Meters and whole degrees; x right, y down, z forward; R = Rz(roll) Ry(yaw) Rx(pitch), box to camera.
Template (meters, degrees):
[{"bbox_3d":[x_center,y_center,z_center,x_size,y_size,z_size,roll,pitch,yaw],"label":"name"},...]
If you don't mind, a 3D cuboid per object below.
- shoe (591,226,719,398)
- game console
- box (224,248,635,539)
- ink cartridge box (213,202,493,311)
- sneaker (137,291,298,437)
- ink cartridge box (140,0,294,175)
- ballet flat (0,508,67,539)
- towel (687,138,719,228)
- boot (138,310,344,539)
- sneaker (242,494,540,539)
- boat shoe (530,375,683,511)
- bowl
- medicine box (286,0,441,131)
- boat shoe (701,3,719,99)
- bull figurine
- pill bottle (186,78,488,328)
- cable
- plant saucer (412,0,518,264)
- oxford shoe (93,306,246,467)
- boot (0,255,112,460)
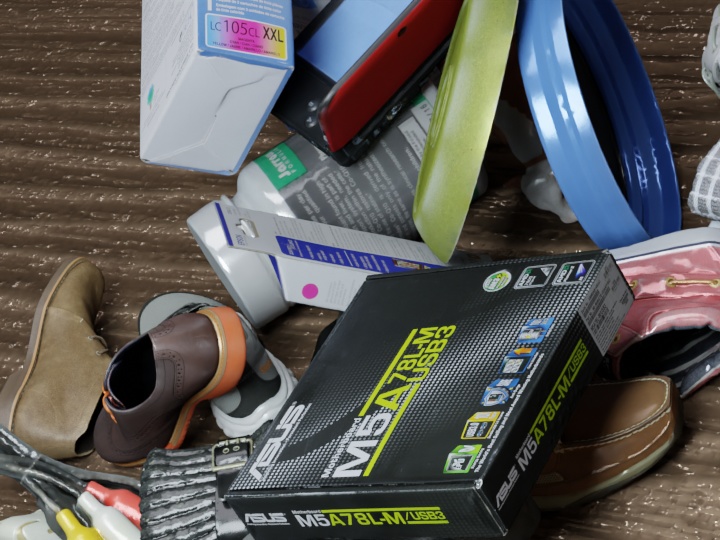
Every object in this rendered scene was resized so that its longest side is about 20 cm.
[{"bbox_3d":[0.148,0.040,1.538,0.199,0.072,0.091,-17,34,21],"label":"shoe"},{"bbox_3d":[0.015,-0.185,1.694,0.200,0.119,0.172,-47,48,-6],"label":"game console"},{"bbox_3d":[0.042,0.074,1.459,0.192,0.048,0.200,-4,40,39],"label":"box"},{"bbox_3d":[0.000,0.000,1.629,0.199,0.037,0.095,13,16,-14],"label":"ink cartridge box"},{"bbox_3d":[-0.109,0.049,1.741,0.074,0.079,0.200,-39,30,-11],"label":"sneaker"},{"bbox_3d":[-0.104,-0.190,1.756,0.137,0.076,0.201,125,148,-50],"label":"ink cartridge box"},{"bbox_3d":[-0.230,0.205,1.627,0.074,0.074,0.200,-1,41,40],"label":"ballet flat"},{"bbox_3d":[0.324,-0.078,1.545,0.200,0.086,0.165,-45,34,-23],"label":"towel"},{"bbox_3d":[-0.059,0.113,1.601,0.157,0.080,0.212,-17,33,22],"label":"boot"},{"bbox_3d":[0.017,0.183,1.457,0.199,0.076,0.091,-23,42,20],"label":"sneaker"},{"bbox_3d":[0.095,0.101,1.491,0.199,0.074,0.076,-19,33,20],"label":"boat shoe"},{"bbox_3d":[0.155,-0.103,1.612,0.039,0.201,0.201,-19,32,20],"label":"bowl"},{"bbox_3d":[-0.017,-0.197,1.900,0.103,0.200,0.182,-41,32,-18],"label":"medicine box"},{"bbox_3d":[0.273,-0.142,1.715,0.067,0.074,0.200,-30,17,30],"label":"boat shoe"},{"bbox_3d":[0.120,-0.124,1.753,0.121,0.200,0.065,-13,-31,-46],"label":"bull figurine"},{"bbox_3d":[-0.017,-0.051,1.773,0.200,0.113,0.113,-34,31,-6],"label":"pill bottle"},{"bbox_3d":[-0.199,0.135,1.622,0.097,0.200,0.050,-45,-4,-44],"label":"cable"},{"bbox_3d":[0.066,-0.105,1.619,0.031,0.201,0.200,14,38,-2],"label":"plant saucer"},{"bbox_3d":[-0.149,0.079,1.662,0.200,0.072,0.071,-48,54,50],"label":"oxford shoe"},{"bbox_3d":[-0.210,0.068,1.829,0.075,0.074,0.201,0,43,12],"label":"boot"}]
